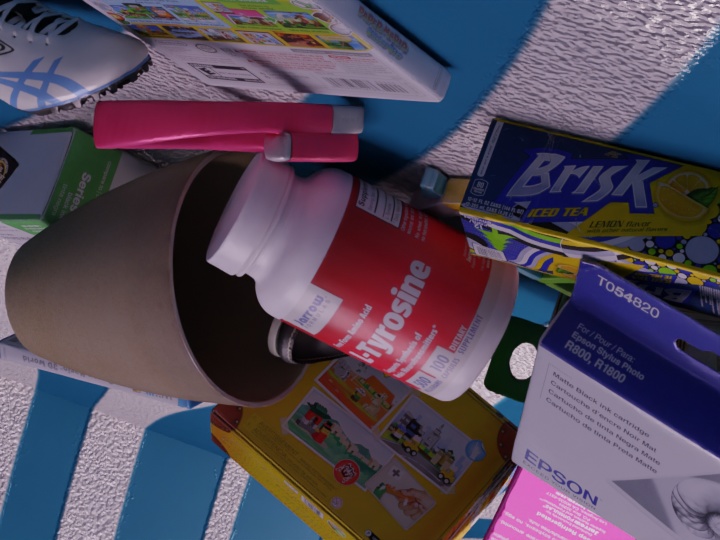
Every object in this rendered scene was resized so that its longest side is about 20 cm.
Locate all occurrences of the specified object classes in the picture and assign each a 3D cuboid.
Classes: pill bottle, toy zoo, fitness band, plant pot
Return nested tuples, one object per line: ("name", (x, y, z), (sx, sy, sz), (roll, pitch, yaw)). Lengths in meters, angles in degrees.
("pill bottle", (0.000, 0.000, 1.469), (0.199, 0.113, 0.112), (27, 166, -11))
("toy zoo", (0.122, -0.023, 1.485), (0.199, 0.021, 0.131), (26, 167, -28))
("fitness band", (-0.082, -0.088, 1.344), (0.143, 0.038, 0.200), (3, -177, 26))
("plant pot", (-0.161, 0.012, 1.571), (0.199, 0.189, 0.187), (-6, 156, 33))

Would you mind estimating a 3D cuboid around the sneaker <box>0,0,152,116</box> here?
("sneaker", (-0.216, -0.146, 1.340), (0.199, 0.072, 0.073), (12, 129, 36))

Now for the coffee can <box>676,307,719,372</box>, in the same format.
("coffee can", (0.255, 0.059, 1.354), (0.199, 0.147, 0.146), (5, 162, 46))

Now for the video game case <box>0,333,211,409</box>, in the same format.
("video game case", (-0.168, 0.060, 1.691), (0.199, 0.018, 0.143), (11, -157, 34))

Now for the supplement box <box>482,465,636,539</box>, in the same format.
("supplement box", (0.157, 0.166, 1.531), (0.103, 0.101, 0.201), (28, 134, 6))

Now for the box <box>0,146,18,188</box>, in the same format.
("box", (-0.344, -0.138, 1.465), (0.200, 0.049, 0.161), (39, 177, 21))

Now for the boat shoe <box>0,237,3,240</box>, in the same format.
("boat shoe", (-0.337, -0.095, 1.780), (0.071, 0.072, 0.200), (24, 160, 21))

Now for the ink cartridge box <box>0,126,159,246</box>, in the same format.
("ink cartridge box", (-0.197, -0.039, 1.740), (0.199, 0.085, 0.146), (26, 166, -32))

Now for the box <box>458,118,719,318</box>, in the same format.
("box", (0.164, -0.027, 1.276), (0.199, 0.070, 0.064), (15, 159, 17))

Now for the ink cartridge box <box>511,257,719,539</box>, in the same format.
("ink cartridge box", (0.193, 0.107, 1.299), (0.199, 0.041, 0.201), (31, 148, 17))

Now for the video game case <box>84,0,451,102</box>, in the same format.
("video game case", (-0.074, -0.150, 1.230), (0.199, 0.023, 0.182), (9, 164, 41))

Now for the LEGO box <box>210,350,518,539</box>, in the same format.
("LEGO box", (0.006, 0.129, 1.615), (0.200, 0.149, 0.077), (40, 161, 12))

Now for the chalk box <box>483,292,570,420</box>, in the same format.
("chalk box", (0.198, 0.092, 1.636), (0.199, 0.125, 0.124), (16, 167, 18))

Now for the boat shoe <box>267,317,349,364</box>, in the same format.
("boat shoe", (0.023, 0.029, 1.558), (0.199, 0.072, 0.068), (-14, -144, -34))
